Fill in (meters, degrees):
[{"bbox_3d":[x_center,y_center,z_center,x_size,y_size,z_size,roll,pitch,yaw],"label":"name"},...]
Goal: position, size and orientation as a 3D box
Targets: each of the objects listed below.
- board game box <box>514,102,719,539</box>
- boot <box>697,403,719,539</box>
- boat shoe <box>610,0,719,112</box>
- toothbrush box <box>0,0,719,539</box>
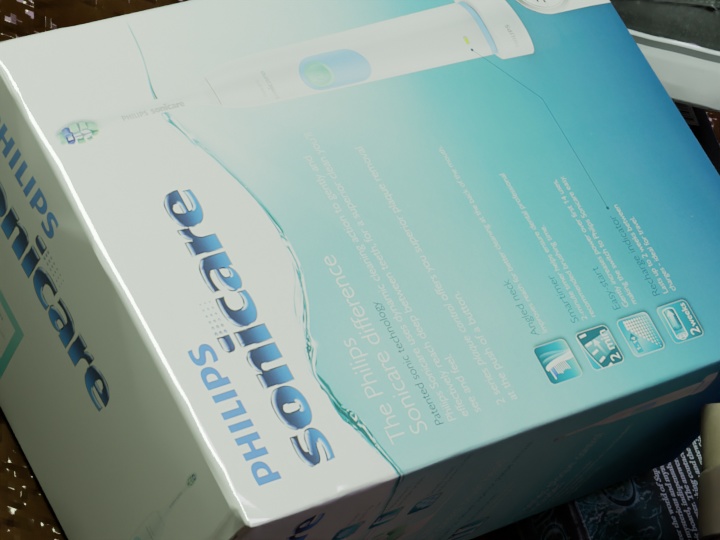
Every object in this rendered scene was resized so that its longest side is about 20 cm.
[{"bbox_3d":[0.084,0.016,0.867,0.135,0.028,0.201,6,53,-37],"label":"board game box"},{"bbox_3d":[0.112,0.108,0.735,0.200,0.070,0.148,-8,93,-63],"label":"boot"},{"bbox_3d":[0.050,-0.104,0.888,0.199,0.057,0.069,15,18,-13],"label":"boat shoe"},{"bbox_3d":[0.000,0.000,0.741,0.199,0.085,0.147,-17,68,-37],"label":"toothbrush box"}]
